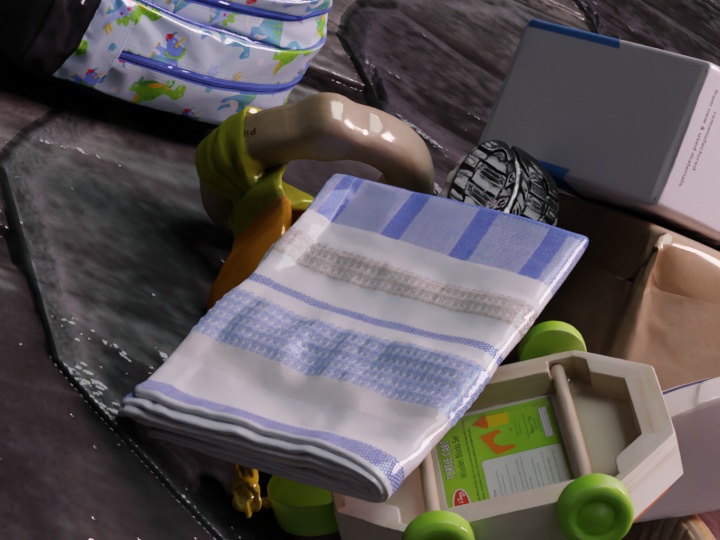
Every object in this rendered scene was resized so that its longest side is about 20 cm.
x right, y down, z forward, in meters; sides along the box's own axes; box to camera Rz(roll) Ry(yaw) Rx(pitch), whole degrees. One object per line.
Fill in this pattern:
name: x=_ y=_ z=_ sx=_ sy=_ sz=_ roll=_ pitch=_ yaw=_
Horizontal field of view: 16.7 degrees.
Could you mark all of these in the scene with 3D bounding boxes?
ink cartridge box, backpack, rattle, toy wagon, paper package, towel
ink cartridge box: x=0.189 y=-0.058 z=1.355 sx=0.200 sy=0.084 sz=0.145 roll=22 pitch=0 yaw=-41
backpack: x=-0.113 y=-0.154 z=1.395 sx=0.200 sy=0.154 sz=0.163 roll=33 pitch=13 yaw=-37
rattle: x=0.000 y=0.000 z=1.311 sx=0.200 sy=0.130 sz=0.143 roll=48 pitch=16 yaw=-52
toy wagon: x=0.041 y=0.088 z=1.109 sx=0.200 sy=0.040 sz=0.155 roll=-14 pitch=26 yaw=3
paper package: x=0.184 y=0.041 z=1.350 sx=0.200 sy=0.104 sz=0.191 roll=21 pitch=3 yaw=-24
towel: x=-0.001 y=0.025 z=1.140 sx=0.147 sy=0.024 sz=0.200 roll=15 pitch=43 yaw=29

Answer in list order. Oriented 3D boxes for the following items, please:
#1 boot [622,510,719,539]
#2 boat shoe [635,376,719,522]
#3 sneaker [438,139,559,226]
boot: x=0.201 y=0.157 z=1.254 sx=0.166 sy=0.072 sz=0.200 roll=16 pitch=25 yaw=-30
boat shoe: x=0.116 y=0.078 z=1.194 sx=0.200 sy=0.075 sz=0.093 roll=-17 pitch=36 yaw=-11
sneaker: x=0.033 y=0.020 z=1.264 sx=0.074 sy=0.079 sz=0.200 roll=40 pitch=53 yaw=2
